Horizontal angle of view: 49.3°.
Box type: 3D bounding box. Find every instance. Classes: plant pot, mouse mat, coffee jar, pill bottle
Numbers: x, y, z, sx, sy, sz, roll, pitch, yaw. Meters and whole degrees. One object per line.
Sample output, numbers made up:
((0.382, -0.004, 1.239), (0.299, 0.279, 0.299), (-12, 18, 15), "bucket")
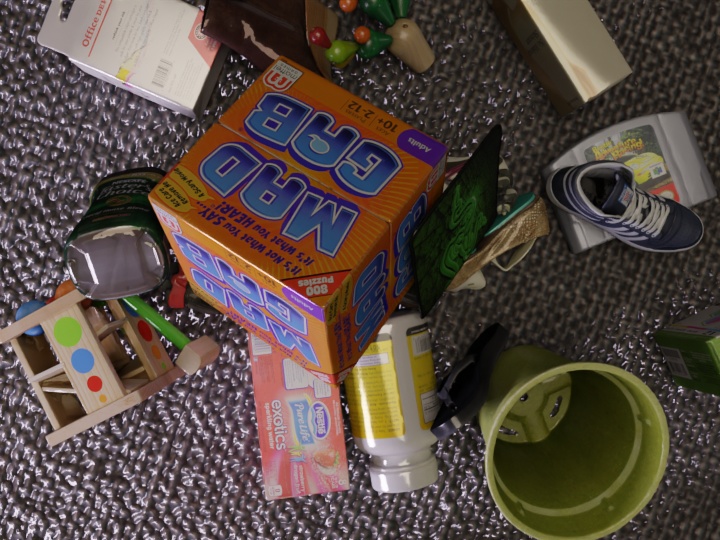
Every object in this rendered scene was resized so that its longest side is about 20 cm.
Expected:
((0.214, 0.172, 0.899), (0.198, 0.184, 0.202), (-1, 102, -7), "plant pot")
((0.104, -0.045, 0.832), (0.008, 0.200, 0.161), (31, 72, 20), "mouse mat")
((-0.260, -0.049, 0.882), (0.103, 0.200, 0.086), (-12, 116, -3), "coffee jar")
((0.039, 0.154, 0.936), (0.110, 0.111, 0.202), (-9, 90, -3), "pill bottle")

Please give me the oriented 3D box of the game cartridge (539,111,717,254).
((0.335, -0.118, 0.988), (0.199, 0.041, 0.134), (-22, 87, -2), "game cartridge")

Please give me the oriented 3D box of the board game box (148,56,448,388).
((-0.052, -0.044, 0.796), (0.199, 0.200, 0.200), (31, 67, 16), "board game box")

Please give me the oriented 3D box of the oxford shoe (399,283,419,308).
((0.000, 0.000, 0.948), (0.199, 0.085, 0.073), (26, 47, 15), "oxford shoe")

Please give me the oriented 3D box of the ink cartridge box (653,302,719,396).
((0.481, 0.072, 0.939), (0.199, 0.148, 0.076), (-25, 90, -3), "ink cartridge box")

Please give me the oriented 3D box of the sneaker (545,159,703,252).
((0.322, -0.072, 0.915), (0.199, 0.108, 0.071), (20, 90, -2), "sneaker")

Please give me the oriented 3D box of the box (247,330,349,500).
((-0.072, 0.157, 0.939), (0.102, 0.095, 0.202), (-7, 91, -3), "box")

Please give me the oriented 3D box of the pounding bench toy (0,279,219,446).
((-0.277, 0.073, 0.894), (0.199, 0.124, 0.157), (-26, 91, 12), "pounding bench toy")

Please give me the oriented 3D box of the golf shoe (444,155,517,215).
((0.090, -0.086, 0.967), (0.198, 0.077, 0.089), (-17, 53, 10), "golf shoe")

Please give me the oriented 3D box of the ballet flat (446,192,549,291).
((0.151, -0.016, 0.966), (0.199, 0.071, 0.066), (-34, 106, 1), "ballet flat")

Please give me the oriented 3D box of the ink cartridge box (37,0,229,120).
((-0.267, -0.277, 0.943), (0.199, 0.067, 0.117), (23, 89, -4), "ink cartridge box")

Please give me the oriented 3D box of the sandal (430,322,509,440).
((0.118, 0.124, 0.914), (0.043, 0.200, 0.076), (42, 126, -4), "sandal")

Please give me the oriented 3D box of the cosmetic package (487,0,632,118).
((0.232, -0.293, 0.949), (0.071, 0.105, 0.201), (-33, 90, -1), "cosmetic package")

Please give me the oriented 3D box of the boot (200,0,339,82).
((-0.112, -0.248, 0.923), (0.165, 0.072, 0.202), (13, 75, -28), "boot")

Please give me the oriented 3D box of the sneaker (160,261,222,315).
((-0.160, -0.036, 0.947), (0.097, 0.071, 0.202), (23, 91, -2), "sneaker")

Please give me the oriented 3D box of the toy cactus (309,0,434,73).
((0.021, -0.301, 0.942), (0.165, 0.102, 0.201), (42, 53, -30), "toy cactus")
